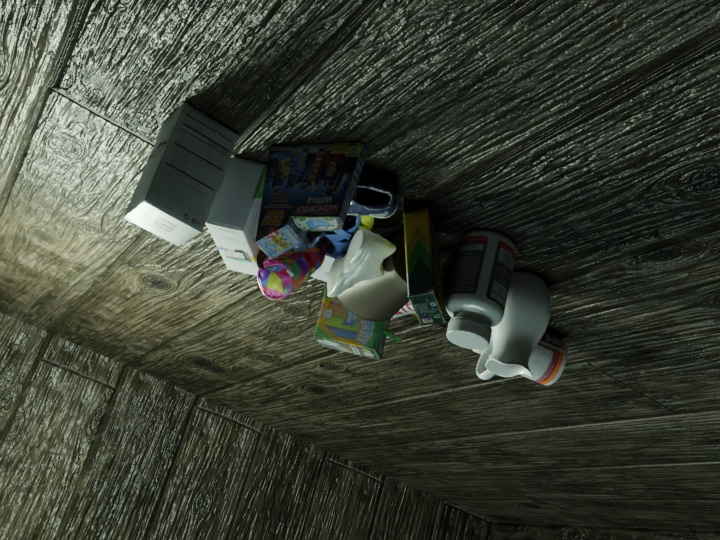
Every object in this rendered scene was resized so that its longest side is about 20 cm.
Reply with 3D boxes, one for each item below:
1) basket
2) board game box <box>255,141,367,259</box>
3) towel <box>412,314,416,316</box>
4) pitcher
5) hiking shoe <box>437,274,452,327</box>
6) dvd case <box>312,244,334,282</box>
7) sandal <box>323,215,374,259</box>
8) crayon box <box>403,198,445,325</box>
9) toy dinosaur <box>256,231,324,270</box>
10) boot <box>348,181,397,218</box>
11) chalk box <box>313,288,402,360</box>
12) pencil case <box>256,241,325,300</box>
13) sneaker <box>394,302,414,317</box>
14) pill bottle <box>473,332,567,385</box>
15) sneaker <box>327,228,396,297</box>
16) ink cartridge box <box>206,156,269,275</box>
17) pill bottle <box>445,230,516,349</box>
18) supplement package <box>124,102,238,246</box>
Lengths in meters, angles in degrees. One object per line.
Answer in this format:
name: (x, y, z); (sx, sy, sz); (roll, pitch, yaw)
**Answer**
basket: (0.059, 0.008, 1.678); (0.178, 0.138, 0.199); (27, 151, -21)
board game box: (-0.094, -0.118, 1.415); (0.197, 0.203, 0.062); (3, 153, 31)
towel: (0.170, 0.094, 1.928); (0.196, 0.018, 0.086); (20, 151, -2)
pitcher: (0.297, 0.117, 1.652); (0.120, 0.203, 0.171); (25, 156, -20)
hiking shoe: (0.180, 0.068, 1.661); (0.074, 0.103, 0.200); (1, -172, 13)
dvd case: (-0.060, -0.007, 1.855); (0.196, 0.025, 0.151); (20, 156, -4)
sandal: (-0.033, -0.078, 1.596); (0.085, 0.081, 0.201); (-2, 150, -13)
crayon box: (0.116, -0.019, 1.512); (0.050, 0.204, 0.127); (-9, 151, 12)
toy dinosaur: (-0.133, -0.063, 1.633); (0.104, 0.201, 0.182); (34, 167, 27)
boot: (-0.031, -0.138, 1.470); (0.195, 0.074, 0.090); (6, 177, 5)
chalk box: (0.005, 0.132, 1.969); (0.196, 0.126, 0.125); (11, 165, 11)
pencil case: (-0.140, -0.011, 1.688); (0.087, 0.090, 0.200); (10, -160, 15)
sneaker: (0.110, 0.057, 1.816); (0.195, 0.073, 0.113); (4, 158, 11)
pill bottle: (0.354, 0.173, 1.849); (0.197, 0.111, 0.110); (23, 156, -11)
sneaker: (0.000, 0.000, 1.582); (0.087, 0.077, 0.200); (15, 146, -20)
ink cartridge box: (-0.222, -0.100, 1.613); (0.082, 0.147, 0.201); (12, 156, 10)
pill bottle: (0.219, 0.037, 1.533); (0.108, 0.203, 0.111); (14, 157, 6)
supplement package: (-0.316, -0.168, 1.461); (0.116, 0.203, 0.116); (28, 154, -25)
